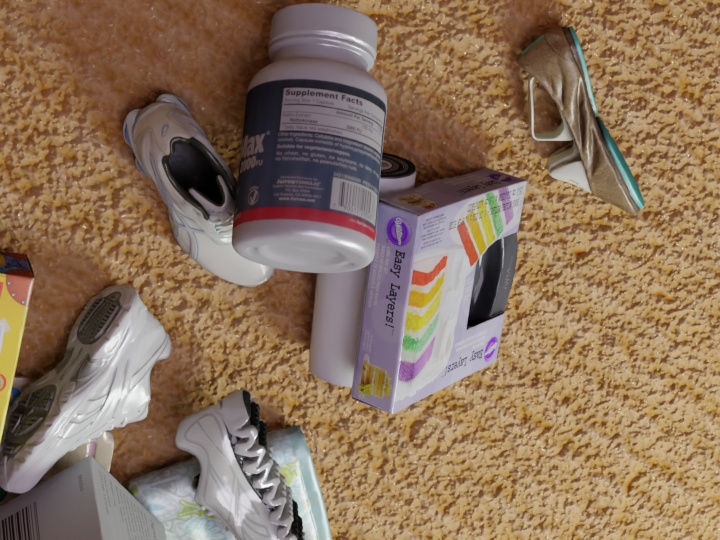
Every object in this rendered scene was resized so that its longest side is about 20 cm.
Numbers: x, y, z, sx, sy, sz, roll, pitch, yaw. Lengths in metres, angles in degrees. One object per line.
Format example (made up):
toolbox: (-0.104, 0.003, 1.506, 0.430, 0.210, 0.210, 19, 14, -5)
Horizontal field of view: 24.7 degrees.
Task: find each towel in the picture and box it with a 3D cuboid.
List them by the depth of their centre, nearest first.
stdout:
towel: (-0.113, 0.256, 1.546, 0.170, 0.048, 0.201, -19, 116, -14)

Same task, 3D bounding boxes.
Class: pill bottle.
pill bottle: (-0.039, -0.108, 1.351, 0.119, 0.119, 0.202, 12, 75, -25)

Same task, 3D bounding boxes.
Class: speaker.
speaker: (0.000, 0.000, 1.468, 0.081, 0.081, 0.202, -1, 111, -21)

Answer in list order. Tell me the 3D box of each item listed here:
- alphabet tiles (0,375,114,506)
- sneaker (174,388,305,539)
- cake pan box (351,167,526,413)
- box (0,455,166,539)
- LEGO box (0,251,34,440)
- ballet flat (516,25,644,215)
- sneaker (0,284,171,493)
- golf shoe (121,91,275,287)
alphabet tiles: (-0.320, 0.182, 1.452, 0.198, 0.015, 0.197, 4, 110, -23)
sneaker: (-0.102, 0.206, 1.473, 0.080, 0.075, 0.201, -20, 104, 3)
cake pan box: (0.072, 0.013, 1.466, 0.200, 0.052, 0.186, -18, 123, -55)
box: (-0.264, 0.303, 1.389, 0.198, 0.201, 0.131, -30, 132, 8)
LEGO box: (-0.361, 0.079, 1.345, 0.148, 0.077, 0.202, 9, 104, -19)
ballet flat: (0.195, -0.127, 1.507, 0.072, 0.068, 0.201, -22, 119, 11)
sneaker: (-0.229, 0.117, 1.413, 0.200, 0.078, 0.099, -53, 126, -9)
golf shoe: (-0.127, -0.052, 1.386, 0.078, 0.097, 0.200, -39, 121, -5)
